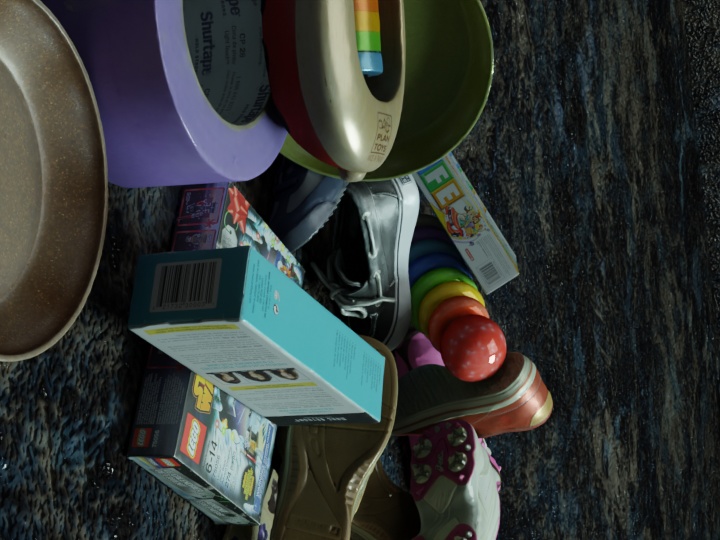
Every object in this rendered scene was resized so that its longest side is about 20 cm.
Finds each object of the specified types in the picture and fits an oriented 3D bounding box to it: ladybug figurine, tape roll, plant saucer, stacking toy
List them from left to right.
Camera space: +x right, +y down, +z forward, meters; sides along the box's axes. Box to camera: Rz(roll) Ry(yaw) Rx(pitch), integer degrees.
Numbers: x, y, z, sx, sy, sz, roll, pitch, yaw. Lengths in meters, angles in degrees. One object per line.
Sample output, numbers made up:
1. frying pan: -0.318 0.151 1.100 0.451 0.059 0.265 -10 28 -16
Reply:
1. plant saucer: -0.200 -0.052 0.818 0.200 0.036 0.202 -3 90 -69
2. tape roll: -0.116 -0.154 0.973 0.200 0.084 0.202 -2 90 -67
3. ladybug figurine: -0.019 -0.158 1.008 0.136 0.071 0.202 2 86 -67
4. plant saucer: -0.001 -0.160 1.114 0.031 0.198 0.201 -72 152 -59
5. stacking toy: 0.071 0.027 1.305 0.200 0.085 0.086 -123 -165 -60

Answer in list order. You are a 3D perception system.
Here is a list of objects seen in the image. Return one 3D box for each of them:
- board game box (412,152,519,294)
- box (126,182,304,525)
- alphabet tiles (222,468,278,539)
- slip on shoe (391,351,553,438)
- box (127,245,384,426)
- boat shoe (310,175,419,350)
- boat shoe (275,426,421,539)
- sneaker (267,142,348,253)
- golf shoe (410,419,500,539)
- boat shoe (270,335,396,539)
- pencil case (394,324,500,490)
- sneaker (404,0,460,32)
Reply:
1. board game box: 0.070 -0.080 1.341 0.201 0.034 0.134 58 7 -4
2. box: -0.095 0.058 1.065 0.137 0.040 0.201 51 43 -55
3. alphabet tiles: -0.076 0.258 1.139 0.167 0.006 0.201 66 31 -43
4. slip on shoe: 0.082 0.117 1.312 0.061 0.199 0.074 48 53 -22
5. box: -0.061 0.047 0.991 0.200 0.082 0.050 43 48 -56
6. boat shoe: 0.002 0.002 1.258 0.068 0.074 0.200 -28 148 -30
7. boat shoe: -0.013 0.181 1.232 0.200 0.064 0.072 50 47 -32
8. sneaker: -0.045 -0.106 1.201 0.082 0.070 0.201 38 52 -26
9. golf shoe: 0.080 0.221 1.227 0.092 0.075 0.201 46 44 -43
10. boat shoe: -0.028 0.144 1.126 0.065 0.071 0.201 128 -18 -69
11. pencil case: 0.083 0.119 1.448 0.093 0.091 0.202 -20 112 -30
12. sneaker: -0.001 -0.221 1.135 0.091 0.199 0.078 46 42 -40
